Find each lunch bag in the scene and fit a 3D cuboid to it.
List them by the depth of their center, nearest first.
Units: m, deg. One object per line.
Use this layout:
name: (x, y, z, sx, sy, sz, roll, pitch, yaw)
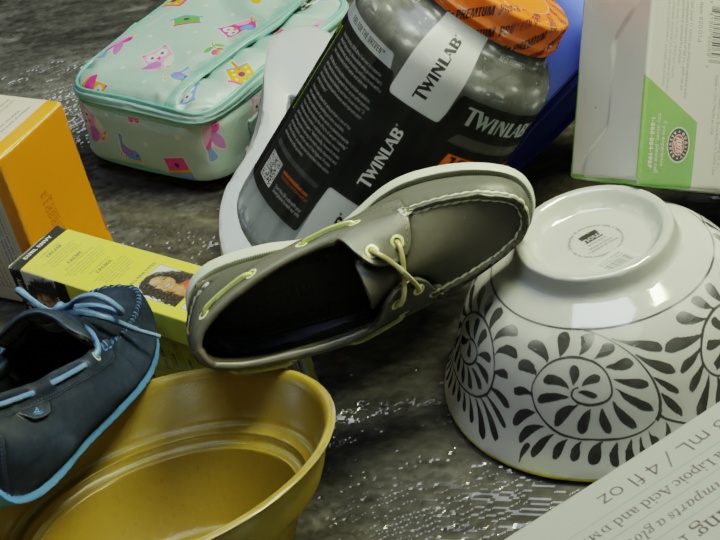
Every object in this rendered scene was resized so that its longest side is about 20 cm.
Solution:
lunch bag: (-0.101, -0.151, 1.318, 0.160, 0.077, 0.200, 14, 44, 36)

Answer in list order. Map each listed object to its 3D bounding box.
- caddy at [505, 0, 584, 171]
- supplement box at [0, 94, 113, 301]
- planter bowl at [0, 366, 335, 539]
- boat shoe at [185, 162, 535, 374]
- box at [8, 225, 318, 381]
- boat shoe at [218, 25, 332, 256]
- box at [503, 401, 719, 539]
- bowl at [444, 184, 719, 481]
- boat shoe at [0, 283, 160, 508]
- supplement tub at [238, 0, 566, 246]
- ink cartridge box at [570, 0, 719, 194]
caddy: (0.096, -0.140, 1.120, 0.200, 0.105, 0.141, -46, -9, 24)
supplement box: (-0.280, -0.056, 1.214, 0.200, 0.126, 0.074, 10, 43, 31)
planter bowl: (-0.097, 0.132, 0.900, 0.200, 0.084, 0.200, -15, 21, 6)
boat shoe: (0.001, 0.003, 0.941, 0.201, 0.072, 0.060, -21, 23, 6)
box: (-0.122, 0.032, 1.076, 0.200, 0.075, 0.050, 15, 46, 35)
boat shoe: (-0.051, -0.067, 1.190, 0.071, 0.070, 0.200, 6, 62, 2)
box: (0.129, 0.182, 0.653, 0.199, 0.200, 0.131, -29, 36, -20)
bowl: (0.135, 0.015, 0.980, 0.200, 0.094, 0.201, -11, 35, 8)
boat shoe: (-0.157, 0.048, 0.939, 0.084, 0.069, 0.200, -11, 23, 13)
supplement tub: (0.025, -0.084, 1.009, 0.122, 0.200, 0.123, 27, 25, -14)
ink cartridge box: (0.226, -0.103, 1.046, 0.200, 0.117, 0.067, 3, 3, -30)
